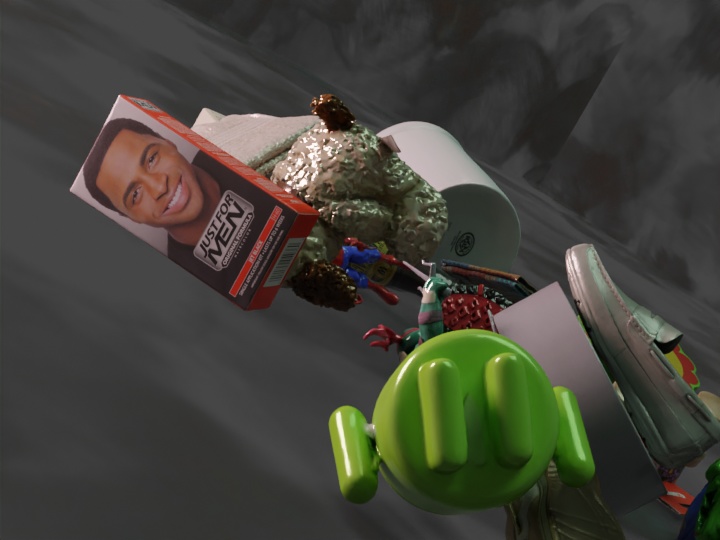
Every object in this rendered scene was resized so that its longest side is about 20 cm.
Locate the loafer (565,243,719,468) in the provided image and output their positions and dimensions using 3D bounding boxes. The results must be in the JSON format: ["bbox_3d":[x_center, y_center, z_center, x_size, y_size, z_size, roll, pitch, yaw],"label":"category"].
[{"bbox_3d":[0.232,0.063,1.218,0.201,0.069,0.070,64,6,12],"label":"loafer"}]

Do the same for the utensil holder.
[{"bbox_3d":[0.090,-0.070,1.816,0.169,0.171,0.200,25,14,-28],"label":"utensil holder"}]

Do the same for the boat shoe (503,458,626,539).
[{"bbox_3d":[0.139,0.185,1.050,0.074,0.067,0.201,28,24,-14],"label":"boat shoe"}]

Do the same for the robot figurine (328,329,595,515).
[{"bbox_3d":[0.068,0.105,0.995,0.173,0.117,0.200,-6,-11,-6],"label":"robot figurine"}]

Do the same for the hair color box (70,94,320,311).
[{"bbox_3d":[-0.146,-0.060,1.297,0.199,0.102,0.061,32,11,15],"label":"hair color box"}]

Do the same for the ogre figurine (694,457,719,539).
[{"bbox_3d":[0.343,0.246,1.239,0.119,0.099,0.200,30,12,-6],"label":"ogre figurine"}]

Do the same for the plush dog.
[{"bbox_3d":[-0.043,-0.057,1.383,0.199,0.172,0.161,33,-9,39],"label":"plush dog"}]

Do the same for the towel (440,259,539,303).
[{"bbox_3d":[0.194,0.055,1.698,0.200,0.022,0.146,39,-15,-32],"label":"towel"}]

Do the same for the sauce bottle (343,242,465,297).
[{"bbox_3d":[0.026,-0.019,1.673,0.199,0.066,0.066,29,11,0],"label":"sauce bottle"}]

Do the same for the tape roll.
[{"bbox_3d":[0.187,0.113,1.258,0.202,0.066,0.200,62,7,-12],"label":"tape roll"}]

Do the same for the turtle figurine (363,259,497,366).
[{"bbox_3d":[0.083,0.089,1.241,0.150,0.101,0.200,41,10,-44],"label":"turtle figurine"}]

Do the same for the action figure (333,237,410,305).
[{"bbox_3d":[0.000,0.000,1.512,0.099,0.066,0.199,27,6,39],"label":"action figure"}]

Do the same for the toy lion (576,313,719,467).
[{"bbox_3d":[0.269,0.101,1.471,0.199,0.069,0.192,10,36,-39],"label":"toy lion"}]

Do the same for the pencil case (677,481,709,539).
[{"bbox_3d":[0.389,0.261,1.342,0.199,0.078,0.087,32,39,7],"label":"pencil case"}]

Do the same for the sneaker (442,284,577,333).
[{"bbox_3d":[0.159,0.082,1.617,0.198,0.080,0.096,18,-25,-2],"label":"sneaker"}]

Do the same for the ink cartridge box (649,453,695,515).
[{"bbox_3d":[0.289,0.179,1.527,0.200,0.051,0.109,38,13,37],"label":"ink cartridge box"}]

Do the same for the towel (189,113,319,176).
[{"bbox_3d":[-0.130,-0.124,1.511,0.131,0.035,0.200,4,22,28],"label":"towel"}]

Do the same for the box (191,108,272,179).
[{"bbox_3d":[-0.130,-0.109,1.650,0.082,0.069,0.200,22,14,-33],"label":"box"}]
